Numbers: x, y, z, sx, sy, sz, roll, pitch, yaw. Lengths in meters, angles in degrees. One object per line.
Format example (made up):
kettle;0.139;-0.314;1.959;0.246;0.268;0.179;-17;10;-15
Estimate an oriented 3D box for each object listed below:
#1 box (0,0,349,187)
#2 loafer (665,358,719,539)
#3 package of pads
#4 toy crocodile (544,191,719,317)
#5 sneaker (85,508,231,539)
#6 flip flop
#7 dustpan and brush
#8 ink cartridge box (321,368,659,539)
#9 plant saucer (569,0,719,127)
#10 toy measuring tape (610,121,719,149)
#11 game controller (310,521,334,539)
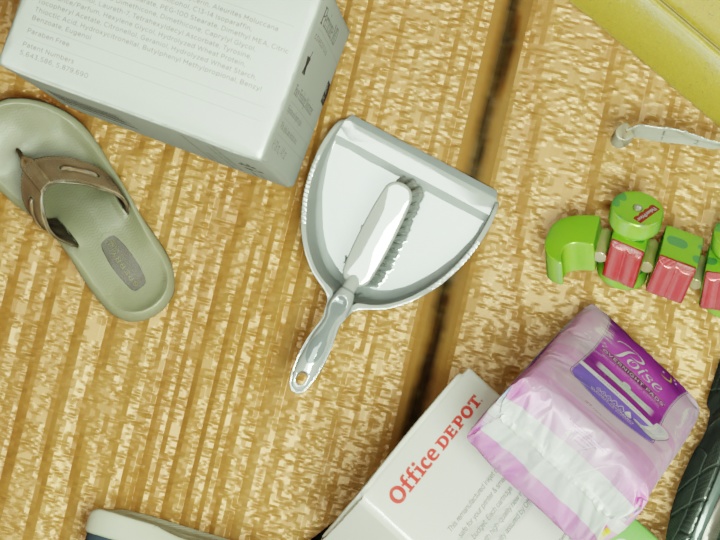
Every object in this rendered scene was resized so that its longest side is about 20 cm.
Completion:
box;-0.125;-0.159;1.531;0.199;0.199;0.132;20;89;5
loafer;0.272;0.131;1.531;0.063;0.072;0.201;25;65;-8
package of pads;0.159;0.107;1.494;0.120;0.200;0.076;44;114;5
toy crocodile;0.231;-0.003;1.553;0.198;0.062;0.068;14;133;5
sneaker;-0.115;0.234;1.560;0.199;0.075;0.085;12;87;28
flip flop;-0.212;-0.048;1.602;0.081;0.058;0.200;-37;85;1
dustpan and brush;0.000;0.000;1.583;0.139;0.057;0.201;27;89;5
ink cartridge box;0.095;0.193;1.516;0.200;0.084;0.146;42;53;2
plant saucer;0.285;-0.220;1.581;0.200;0.048;0.200;40;90;4
toy measuring tape;0.277;-0.059;1.557;0.198;0.074;0.074;8;87;-1
game controller;-0.002;0.238;1.587;0.200;0.042;0.105;-38;99;2
